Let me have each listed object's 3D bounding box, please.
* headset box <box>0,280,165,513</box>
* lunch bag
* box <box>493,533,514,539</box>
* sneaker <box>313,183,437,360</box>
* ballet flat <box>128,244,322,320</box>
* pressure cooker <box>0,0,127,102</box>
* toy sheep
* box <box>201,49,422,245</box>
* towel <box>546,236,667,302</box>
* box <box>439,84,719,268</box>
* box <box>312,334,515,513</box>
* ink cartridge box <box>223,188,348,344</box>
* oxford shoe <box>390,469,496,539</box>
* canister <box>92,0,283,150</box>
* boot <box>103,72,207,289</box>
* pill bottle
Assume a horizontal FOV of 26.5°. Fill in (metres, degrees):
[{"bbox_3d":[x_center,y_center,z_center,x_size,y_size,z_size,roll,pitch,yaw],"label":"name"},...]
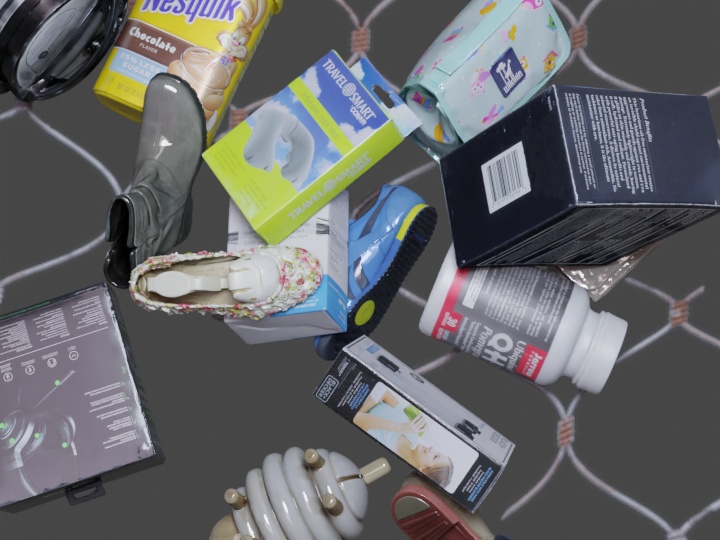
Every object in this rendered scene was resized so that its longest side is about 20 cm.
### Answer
[{"bbox_3d":[-0.307,0.138,1.565,0.172,0.093,0.202,-19,79,-4],"label":"headset box"},{"bbox_3d":[0.124,-0.206,1.583,0.122,0.200,0.170,43,81,8],"label":"lunch bag"},{"bbox_3d":[0.175,0.397,1.465,0.196,0.117,0.201,37,79,-21],"label":"box"},{"bbox_3d":[0.000,0.000,1.617,0.078,0.066,0.201,29,83,28],"label":"sneaker"},{"bbox_3d":[-0.137,0.014,1.502,0.197,0.064,0.077,-7,88,12],"label":"ballet flat"},{"bbox_3d":[-0.343,-0.289,1.613,0.200,0.176,0.178,46,58,8],"label":"pressure cooker"},{"bbox_3d":[-0.060,0.238,1.526,0.198,0.138,0.139,-22,79,4],"label":"toy sheep"},{"bbox_3d":[-0.050,-0.132,1.556,0.199,0.048,0.122,-39,58,1],"label":"box"},{"bbox_3d":[0.228,-0.074,1.641,0.132,0.035,0.200,-40,80,-9],"label":"towel"},{"bbox_3d":[0.215,-0.087,1.491,0.196,0.200,0.125,0,73,-32],"label":"box"},{"bbox_3d":[0.057,0.152,1.547,0.199,0.117,0.060,36,100,8],"label":"box"},{"bbox_3d":[-0.074,-0.034,1.587,0.115,0.068,0.202,-7,65,18],"label":"ink cartridge box"},{"bbox_3d":[0.119,0.276,1.552,0.070,0.075,0.200,-36,101,33],"label":"oxford shoe"},{"bbox_3d":[-0.184,-0.248,1.650,0.147,0.087,0.202,24,81,5],"label":"canister"},{"bbox_3d":[-0.213,-0.089,1.552,0.067,0.131,0.202,12,115,14],"label":"boot"},{"bbox_3d":[0.169,0.050,1.576,0.198,0.111,0.112,23,79,5],"label":"pill bottle"}]
